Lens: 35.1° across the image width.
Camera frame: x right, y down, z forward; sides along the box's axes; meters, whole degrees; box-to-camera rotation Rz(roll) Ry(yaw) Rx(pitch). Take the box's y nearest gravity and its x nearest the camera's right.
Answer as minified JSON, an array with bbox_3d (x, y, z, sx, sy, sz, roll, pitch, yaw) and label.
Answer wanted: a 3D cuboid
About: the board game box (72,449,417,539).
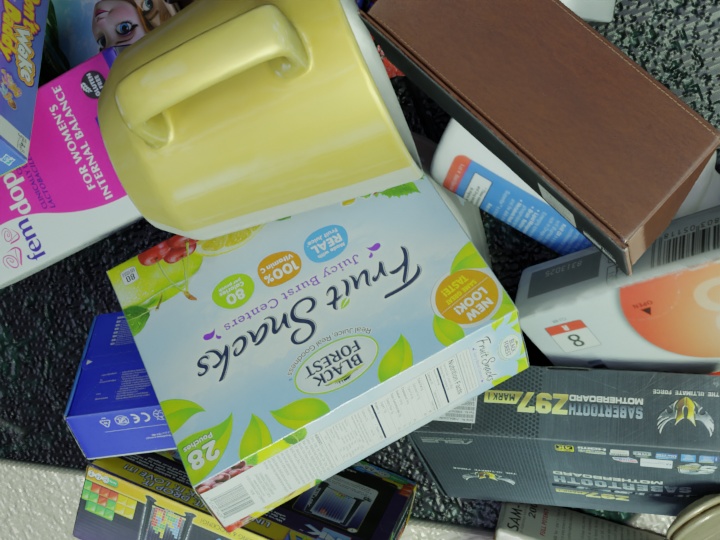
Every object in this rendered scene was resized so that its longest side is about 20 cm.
[{"bbox_3d":[-0.072,0.165,0.794,0.198,0.165,0.057,20,106,10],"label":"board game box"}]

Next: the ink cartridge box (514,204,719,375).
[{"bbox_3d":[0.211,0.055,0.694,0.161,0.050,0.200,-19,125,36],"label":"ink cartridge box"}]

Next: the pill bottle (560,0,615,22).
[{"bbox_3d":[0.126,-0.257,0.687,0.110,0.112,0.203,8,103,12],"label":"pill bottle"}]

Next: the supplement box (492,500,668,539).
[{"bbox_3d":[0.180,0.250,0.797,0.197,0.074,0.128,15,105,10],"label":"supplement box"}]

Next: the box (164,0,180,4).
[{"bbox_3d":[-0.033,-0.228,0.660,0.198,0.100,0.076,-23,93,-9],"label":"box"}]

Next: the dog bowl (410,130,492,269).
[{"bbox_3d":[0.000,0.000,0.799,0.197,0.059,0.203,3,102,14],"label":"dog bowl"}]

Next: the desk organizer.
[{"bbox_3d":[0.099,-0.097,0.628,0.077,0.072,0.200,-46,72,3],"label":"desk organizer"}]

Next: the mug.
[{"bbox_3d":[-0.068,-0.101,0.626,0.151,0.187,0.151,-23,55,8],"label":"mug"}]

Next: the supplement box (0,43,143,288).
[{"bbox_3d":[-0.201,-0.065,0.771,0.198,0.103,0.102,-24,96,20],"label":"supplement box"}]

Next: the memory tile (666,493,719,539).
[{"bbox_3d":[0.287,0.121,0.712,0.199,0.153,0.017,-37,59,14],"label":"memory tile"}]

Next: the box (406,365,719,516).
[{"bbox_3d":[0.138,0.112,0.736,0.197,0.158,0.052,3,66,15],"label":"box"}]

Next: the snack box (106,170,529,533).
[{"bbox_3d":[-0.028,0.027,0.668,0.198,0.068,0.170,-28,53,-3],"label":"snack box"}]

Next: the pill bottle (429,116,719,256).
[{"bbox_3d":[0.153,-0.059,0.721,0.198,0.112,0.113,31,107,5],"label":"pill bottle"}]

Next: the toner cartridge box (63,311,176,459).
[{"bbox_3d":[-0.084,0.063,0.740,0.197,0.096,0.044,-8,129,10],"label":"toner cartridge box"}]

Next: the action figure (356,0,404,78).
[{"bbox_3d":[0.028,-0.201,0.759,0.065,0.052,0.202,20,107,4],"label":"action figure"}]

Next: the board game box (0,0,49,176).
[{"bbox_3d":[-0.270,-0.129,0.735,0.133,0.202,0.045,-22,140,20],"label":"board game box"}]

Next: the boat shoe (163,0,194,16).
[{"bbox_3d":[-0.104,-0.205,0.732,0.073,0.069,0.202,-29,93,16],"label":"boat shoe"}]

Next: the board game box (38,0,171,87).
[{"bbox_3d":[-0.158,-0.195,0.806,0.199,0.041,0.200,-38,91,18],"label":"board game box"}]
